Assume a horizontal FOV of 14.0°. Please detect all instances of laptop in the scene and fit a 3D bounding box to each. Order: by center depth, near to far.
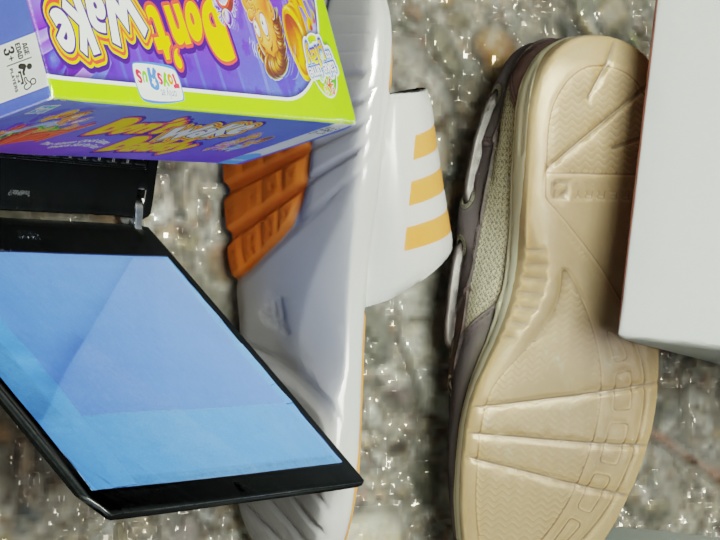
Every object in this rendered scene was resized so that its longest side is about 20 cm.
[{"bbox_3d":[-0.064,-0.037,0.887,0.177,0.103,0.201,2,97,-66],"label":"laptop"}]

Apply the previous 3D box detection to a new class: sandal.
[{"bbox_3d":[-0.005,-0.001,0.998,0.059,0.079,0.208,-3,101,-38],"label":"sandal"}]

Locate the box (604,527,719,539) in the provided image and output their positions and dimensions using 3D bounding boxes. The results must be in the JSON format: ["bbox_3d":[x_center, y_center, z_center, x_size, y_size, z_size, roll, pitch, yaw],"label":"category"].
[{"bbox_3d":[0.100,0.211,1.000,0.199,0.200,0.172,-33,108,-32],"label":"box"}]

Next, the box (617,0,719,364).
[{"bbox_3d":[0.177,-0.023,1.065,0.200,0.097,0.125,15,81,-65],"label":"box"}]

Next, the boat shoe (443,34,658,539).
[{"bbox_3d":[0.065,0.014,1.051,0.072,0.065,0.201,3,97,-20],"label":"boat shoe"}]

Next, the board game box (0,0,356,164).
[{"bbox_3d":[-0.075,-0.102,0.835,0.200,0.045,0.135,-3,77,-68],"label":"board game box"}]
